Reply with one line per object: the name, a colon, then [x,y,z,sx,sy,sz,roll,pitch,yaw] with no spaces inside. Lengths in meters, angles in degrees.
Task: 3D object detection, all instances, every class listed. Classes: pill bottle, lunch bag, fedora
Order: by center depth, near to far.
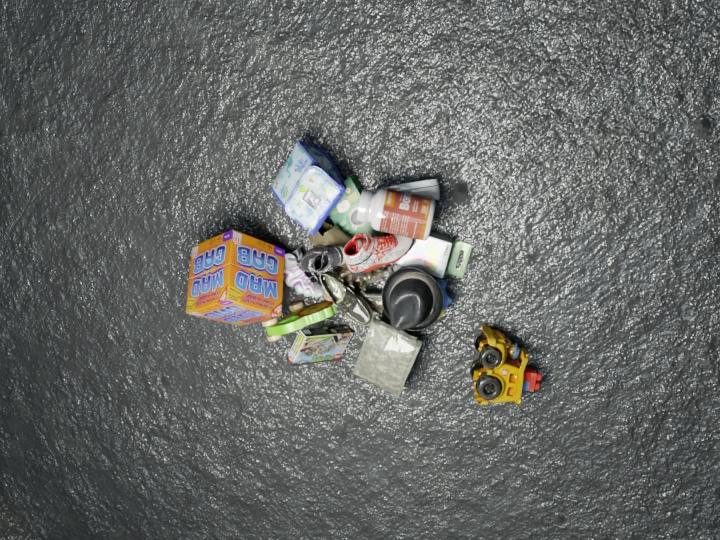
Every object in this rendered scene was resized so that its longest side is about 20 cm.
pill bottle: [0.093,-0.153,1.555,0.195,0.113,0.115,12,110,2]
fedora: [0.131,0.096,1.612,0.196,0.092,0.205,11,119,20]
lunch bag: [-0.139,-0.227,1.634,0.171,0.126,0.201,-51,61,26]
lunch bag: [0.085,0.240,1.725,0.161,0.118,0.203,25,127,8]

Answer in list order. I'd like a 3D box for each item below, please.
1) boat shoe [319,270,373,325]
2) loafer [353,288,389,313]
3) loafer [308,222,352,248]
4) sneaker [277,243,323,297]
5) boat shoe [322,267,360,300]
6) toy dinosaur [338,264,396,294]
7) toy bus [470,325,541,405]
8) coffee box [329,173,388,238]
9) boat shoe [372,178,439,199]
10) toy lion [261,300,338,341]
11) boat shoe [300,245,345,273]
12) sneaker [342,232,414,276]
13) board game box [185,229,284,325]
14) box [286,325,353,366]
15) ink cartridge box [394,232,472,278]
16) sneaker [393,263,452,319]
boat shoe: [-0.047,0.081,1.666,0.201,0.066,0.072,46,103,13]
loafer: [0.047,0.096,1.728,0.195,0.075,0.072,1,102,17]
loafer: [-0.072,-0.086,1.668,0.197,0.076,0.069,20,134,29]
sneaker: [-0.176,-0.012,1.766,0.196,0.078,0.143,22,112,10]
boat shoe: [-0.026,0.017,1.731,0.198,0.070,0.071,-36,78,13]
toy dinosaur: [0.000,0.000,1.663,0.197,0.077,0.104,23,76,26]
toy bus: [0.410,0.268,1.642,0.187,0.136,0.205,3,105,3]
coffee box: [-0.018,-0.156,1.690,0.122,0.044,0.202,-31,95,25]
boat shoe: [0.123,-0.207,1.620,0.195,0.072,0.067,-8,99,11]
toy lion: [-0.165,0.138,1.750,0.189,0.199,0.070,-11,102,39]
boat shoe: [-0.121,-0.029,1.649,0.198,0.062,0.074,-11,95,50]
sneaker: [0.047,-0.064,1.570,0.198,0.109,0.068,-27,54,1]
board game box: [-0.360,0.029,1.707,0.197,0.198,0.205,-16,65,38]
box: [-0.119,0.223,1.759,0.035,0.197,0.112,43,117,35]
ink cartridge box: [0.203,-0.046,1.644,0.196,0.059,0.106,18,110,11]
sneaker: [0.185,0.039,1.679,0.105,0.076,0.201,-40,94,8]
